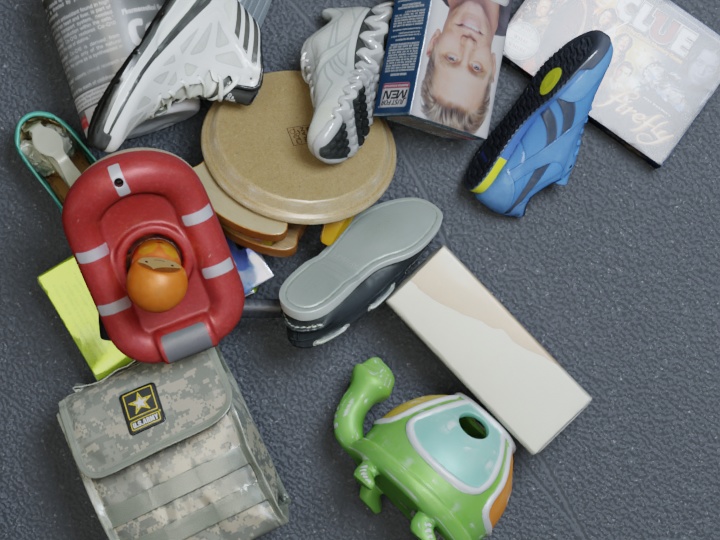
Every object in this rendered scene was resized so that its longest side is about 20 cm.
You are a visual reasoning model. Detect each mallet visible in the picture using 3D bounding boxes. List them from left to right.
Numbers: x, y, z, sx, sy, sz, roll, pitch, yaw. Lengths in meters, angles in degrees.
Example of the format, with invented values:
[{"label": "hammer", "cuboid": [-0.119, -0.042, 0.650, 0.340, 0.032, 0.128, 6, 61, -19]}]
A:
[{"label": "mallet", "cuboid": [-0.150, 0.045, 1.281, 0.200, 0.041, 0.066, 8, 95, -5]}]

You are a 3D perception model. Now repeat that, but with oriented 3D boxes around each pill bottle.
[{"label": "pill bottle", "cuboid": [-0.233, -0.230, 1.281, 0.114, 0.114, 0.200, -18, 91, 2]}]

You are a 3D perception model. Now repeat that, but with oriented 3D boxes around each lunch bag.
[{"label": "lunch bag", "cuboid": [-0.177, 0.174, 1.284, 0.164, 0.118, 0.200, -25, 94, 0]}]

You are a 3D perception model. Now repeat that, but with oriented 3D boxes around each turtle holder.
[{"label": "turtle holder", "cuboid": [0.062, 0.179, 1.284, 0.132, 0.141, 0.185, -45, 49, -12]}]

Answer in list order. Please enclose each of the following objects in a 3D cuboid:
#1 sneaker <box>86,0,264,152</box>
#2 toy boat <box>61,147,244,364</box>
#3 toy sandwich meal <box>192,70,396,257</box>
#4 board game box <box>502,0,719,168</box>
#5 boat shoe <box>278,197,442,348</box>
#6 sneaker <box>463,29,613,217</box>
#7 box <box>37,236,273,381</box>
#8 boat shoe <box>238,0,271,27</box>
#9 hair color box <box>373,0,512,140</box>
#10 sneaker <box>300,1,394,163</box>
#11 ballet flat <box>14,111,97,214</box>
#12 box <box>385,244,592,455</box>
[{"label": "sneaker", "cuboid": [-0.151, -0.166, 1.206, 0.115, 0.076, 0.201, 36, 67, -15]}, {"label": "toy boat", "cuboid": [-0.179, -0.004, 1.176, 0.130, 0.131, 0.200, -21, 111, -4]}, {"label": "toy sandwich meal", "cuboid": [-0.063, -0.102, 1.283, 0.205, 0.070, 0.205, 6, 54, -8]}, {"label": "board game box", "cuboid": [0.244, -0.211, 1.304, 0.200, 0.035, 0.136, 35, 92, 1]}, {"label": "boat shoe", "cuboid": [0.000, 0.000, 1.284, 0.200, 0.060, 0.076, -33, 53, -28]}, {"label": "sneaker", "cuboid": [0.183, -0.135, 1.277, 0.078, 0.066, 0.200, 29, 116, -18]}, {"label": "box", "cuboid": [-0.196, 0.007, 1.318, 0.200, 0.048, 0.122, -31, 91, 1]}, {"label": "boat shoe", "cuboid": [-0.120, -0.280, 1.307, 0.062, 0.072, 0.200, 24, 84, 18]}, {"label": "hair color box", "cuboid": [0.084, -0.230, 1.267, 0.100, 0.060, 0.200, 12, 87, -36]}, {"label": "sneaker", "cuboid": [-0.022, -0.176, 1.264, 0.081, 0.075, 0.200, 10, 49, 11]}, {"label": "ballet flat", "cuboid": [-0.265, -0.077, 1.278, 0.067, 0.070, 0.200, -42, 70, -4]}, {"label": "box", "cuboid": [0.119, 0.073, 1.287, 0.078, 0.095, 0.200, -44, 91, 2]}]
